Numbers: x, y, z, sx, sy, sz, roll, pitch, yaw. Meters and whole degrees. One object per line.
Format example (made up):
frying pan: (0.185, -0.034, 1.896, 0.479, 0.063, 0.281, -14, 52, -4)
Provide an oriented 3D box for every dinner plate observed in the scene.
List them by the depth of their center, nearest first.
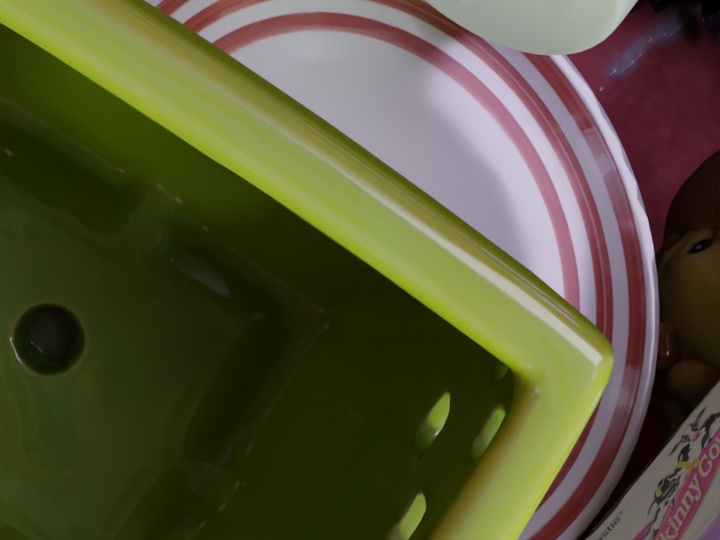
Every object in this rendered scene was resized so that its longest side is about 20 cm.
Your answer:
dinner plate: (0.000, 0.000, 0.748, 0.199, 0.024, 0.201, 8, 73, -28)

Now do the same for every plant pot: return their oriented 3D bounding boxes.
plant pot: (-0.078, 0.033, 0.594, 0.199, 0.182, 0.200, 34, 97, -3)

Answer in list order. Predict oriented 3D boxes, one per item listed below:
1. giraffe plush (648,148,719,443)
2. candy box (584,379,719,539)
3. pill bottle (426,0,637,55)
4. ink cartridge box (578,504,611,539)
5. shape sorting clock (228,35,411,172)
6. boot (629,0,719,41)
giraffe plush: (0.154, 0.019, 0.856, 0.161, 0.173, 0.201, 14, 55, -24)
candy box: (0.183, 0.092, 0.754, 0.200, 0.072, 0.168, 38, 95, -25)
pill bottle: (0.087, -0.163, 0.770, 0.110, 0.109, 0.200, 49, 61, -21)
ink cartridge box: (0.109, 0.163, 0.831, 0.199, 0.084, 0.176, 27, 65, -32)
shape sorting clock: (-0.054, -0.055, 0.770, 0.199, 0.039, 0.201, 10, 71, -29)
boot: (0.178, -0.121, 0.877, 0.162, 0.198, 0.074, 23, 65, -41)
